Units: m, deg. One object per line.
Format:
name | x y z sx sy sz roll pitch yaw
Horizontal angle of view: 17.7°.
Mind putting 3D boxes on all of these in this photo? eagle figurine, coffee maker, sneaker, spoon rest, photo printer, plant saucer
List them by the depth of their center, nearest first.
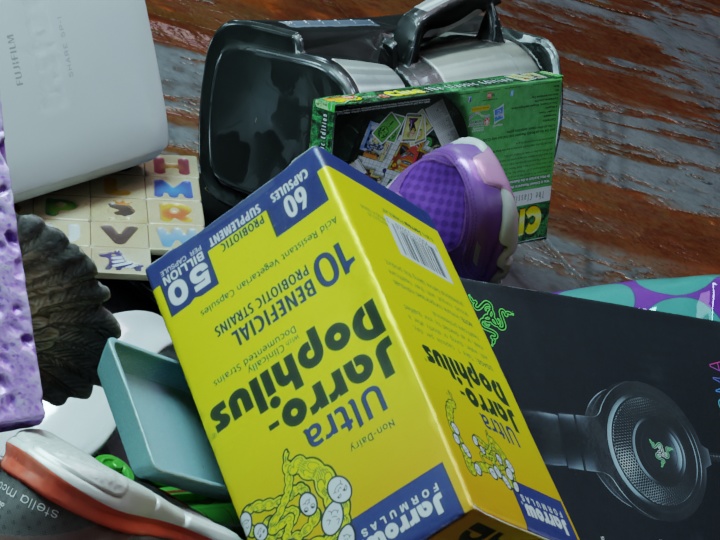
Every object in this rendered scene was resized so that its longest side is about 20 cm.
sneaker | -0.100 0.139 1.029 0.200 0.082 0.077 34 -8 -41
eagle figurine | -0.224 0.020 1.034 0.200 0.152 0.151 35 26 23
plant saucer | -0.054 0.084 1.093 0.200 0.019 0.070 23 38 -55
spoon rest | -0.144 0.058 1.159 0.099 0.061 0.200 35 23 22
sneaker | 0.000 0.000 1.191 0.088 0.200 0.081 -3 66 -39
photo printer | -0.210 -0.120 1.315 0.069 0.167 0.200 0 14 45
coffee maker | -0.004 -0.094 1.446 0.199 0.135 0.192 -8 -3 -44

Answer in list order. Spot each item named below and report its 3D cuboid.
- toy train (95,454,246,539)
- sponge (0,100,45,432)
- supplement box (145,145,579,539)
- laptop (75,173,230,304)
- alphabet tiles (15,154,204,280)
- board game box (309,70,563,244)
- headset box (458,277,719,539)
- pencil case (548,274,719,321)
toy train | -0.062 0.117 1.146 0.200 0.042 0.056 -1 44 -48
sponge | -0.202 -0.024 0.983 0.111 0.201 0.030 -7 -8 -15
supplement box | 0.000 0.063 1.060 0.109 0.109 0.201 28 32 -54
laptop | -0.037 -0.018 1.379 0.200 0.103 0.177 37 23 5
alphabet tiles | -0.175 -0.043 1.355 0.166 0.006 0.200 2 26 -8
board game box | 0.044 -0.057 1.350 0.023 0.105 0.200 16 18 41
headset box | 0.100 0.107 1.169 0.199 0.093 0.175 10 59 -33
pencil case | 0.154 0.054 1.337 0.199 0.085 0.093 -7 64 11
